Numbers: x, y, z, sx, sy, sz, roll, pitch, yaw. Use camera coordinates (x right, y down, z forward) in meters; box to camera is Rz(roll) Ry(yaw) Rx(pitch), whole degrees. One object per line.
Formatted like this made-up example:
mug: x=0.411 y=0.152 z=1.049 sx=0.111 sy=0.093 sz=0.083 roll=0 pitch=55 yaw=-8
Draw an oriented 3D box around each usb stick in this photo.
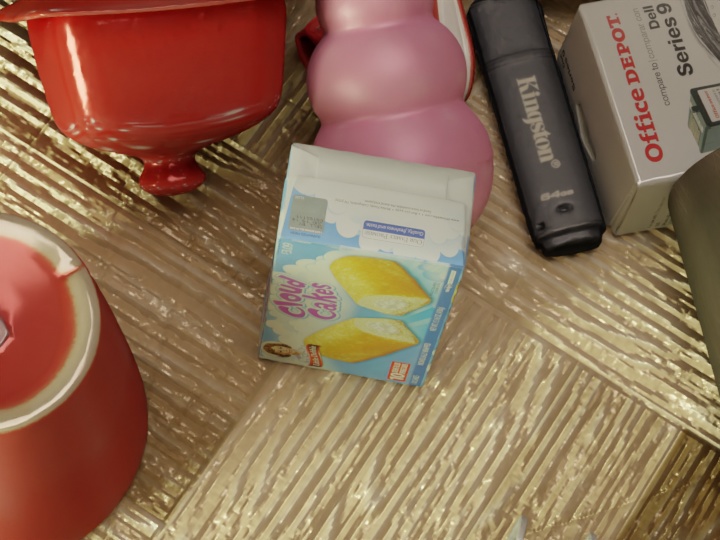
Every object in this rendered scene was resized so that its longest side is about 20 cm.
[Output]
usb stick: x=0.122 y=-0.105 z=1.595 sx=0.055 sy=0.033 sz=0.201 roll=-10 pitch=68 yaw=-11

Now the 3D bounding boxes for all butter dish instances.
butter dish: x=-0.130 y=-0.123 z=1.515 sx=0.198 sy=0.200 sz=0.149 roll=-7 pitch=99 yaw=-16

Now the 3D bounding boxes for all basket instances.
basket: x=0.284 y=0.021 z=1.487 sx=0.135 sy=0.181 sz=0.201 roll=-5 pitch=60 yaw=-23

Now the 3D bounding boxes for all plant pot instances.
plant pot: x=-0.228 y=0.065 z=1.402 sx=0.199 sy=0.178 sz=0.202 roll=2 pitch=66 yaw=-5

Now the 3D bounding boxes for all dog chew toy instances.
dog chew toy: x=0.018 y=-0.115 z=1.512 sx=0.124 sy=0.125 sz=0.201 roll=-11 pitch=97 yaw=-11

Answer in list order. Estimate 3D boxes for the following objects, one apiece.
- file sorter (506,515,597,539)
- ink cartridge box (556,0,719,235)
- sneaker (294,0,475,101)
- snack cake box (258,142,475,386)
file sorter: x=0.162 y=0.246 z=1.394 sx=0.199 sy=0.125 sz=0.139 roll=17 pitch=65 yaw=2
ink cartridge box: x=0.253 y=-0.120 z=1.588 sx=0.199 sy=0.084 sz=0.147 roll=-12 pitch=69 yaw=-11
sneaker: x=0.005 y=-0.205 z=1.604 sx=0.115 sy=0.078 sz=0.201 roll=-9 pitch=66 yaw=-12
snack cake box: x=0.000 y=0.000 z=1.443 sx=0.114 sy=0.200 sz=0.068 roll=8 pitch=66 yaw=-2
